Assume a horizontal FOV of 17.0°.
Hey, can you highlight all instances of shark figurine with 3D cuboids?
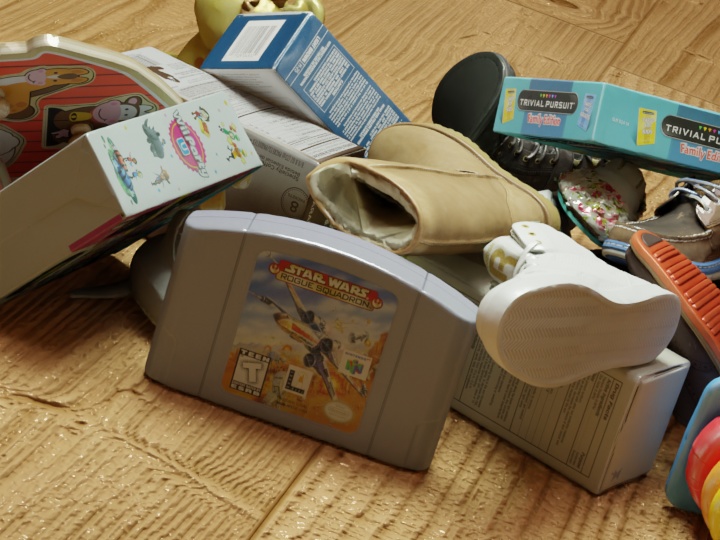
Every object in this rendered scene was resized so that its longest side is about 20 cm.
[{"bbox_3d":[-0.109,0.008,1.636,0.128,0.090,0.214,0,25,-37],"label":"shark figurine"}]

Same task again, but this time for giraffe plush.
[{"bbox_3d":[-0.112,-0.180,1.996,0.172,0.163,0.200,9,22,-24],"label":"giraffe plush"}]

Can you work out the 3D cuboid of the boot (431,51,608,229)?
[{"bbox_3d":[0.139,-0.102,1.988,0.173,0.200,0.070,1,51,-25],"label":"boot"}]

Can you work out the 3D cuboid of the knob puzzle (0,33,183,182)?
[{"bbox_3d":[-0.221,-0.101,1.688,0.218,0.220,0.031,7,60,-28],"label":"knob puzzle"}]

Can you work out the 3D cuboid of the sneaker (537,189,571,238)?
[{"bbox_3d":[0.107,-0.018,1.899,0.117,0.074,0.200,-14,-11,10],"label":"sneaker"}]

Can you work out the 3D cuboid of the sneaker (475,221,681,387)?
[{"bbox_3d":[0.110,0.018,1.566,0.115,0.074,0.199,31,16,34],"label":"sneaker"}]

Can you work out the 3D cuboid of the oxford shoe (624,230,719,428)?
[{"bbox_3d":[0.233,0.066,1.674,0.201,0.072,0.071,58,28,9],"label":"oxford shoe"}]

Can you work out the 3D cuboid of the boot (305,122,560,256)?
[{"bbox_3d":[0.028,-0.060,1.657,0.175,0.067,0.200,25,13,32],"label":"boot"}]

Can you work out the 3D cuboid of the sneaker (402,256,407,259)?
[{"bbox_3d":[0.000,0.000,1.738,0.078,0.091,0.200,25,23,15],"label":"sneaker"}]

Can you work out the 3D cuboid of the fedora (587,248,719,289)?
[{"bbox_3d":[0.237,0.049,1.805,0.199,0.091,0.176,19,14,40],"label":"fedora"}]

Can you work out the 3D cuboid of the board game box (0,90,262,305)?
[{"bbox_3d":[-0.175,-0.048,1.627,0.065,0.147,0.200,60,27,0],"label":"board game box"}]

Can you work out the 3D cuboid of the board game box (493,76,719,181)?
[{"bbox_3d":[0.227,-0.105,1.858,0.199,0.047,0.151,12,0,-27],"label":"board game box"}]

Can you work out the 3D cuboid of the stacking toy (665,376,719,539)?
[{"bbox_3d":[0.269,0.169,1.542,0.109,0.117,0.200,12,32,-8],"label":"stacking toy"}]

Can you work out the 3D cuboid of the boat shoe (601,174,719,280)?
[{"bbox_3d":[0.253,-0.034,1.801,0.072,0.073,0.199,18,12,41],"label":"boat shoe"}]

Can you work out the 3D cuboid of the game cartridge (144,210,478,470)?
[{"bbox_3d":[-0.030,0.039,1.551,0.199,0.134,0.042,18,28,3],"label":"game cartridge"}]

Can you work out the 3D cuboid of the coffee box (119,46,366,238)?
[{"bbox_3d":[-0.111,-0.074,1.802,0.199,0.115,0.080,27,21,20],"label":"coffee box"}]

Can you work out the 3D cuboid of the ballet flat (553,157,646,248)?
[{"bbox_3d":[0.190,-0.058,1.862,0.076,0.064,0.200,46,6,2],"label":"ballet flat"}]

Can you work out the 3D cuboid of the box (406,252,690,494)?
[{"bbox_3d":[0.118,0.063,1.673,0.199,0.095,0.078,31,24,28],"label":"box"}]

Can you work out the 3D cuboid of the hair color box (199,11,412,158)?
[{"bbox_3d":[-0.021,-0.112,1.864,0.100,0.061,0.200,7,-33,52],"label":"hair color box"}]

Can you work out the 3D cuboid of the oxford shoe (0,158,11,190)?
[{"bbox_3d":[-0.320,-0.051,1.611,0.199,0.074,0.071,-8,73,-50],"label":"oxford shoe"}]
